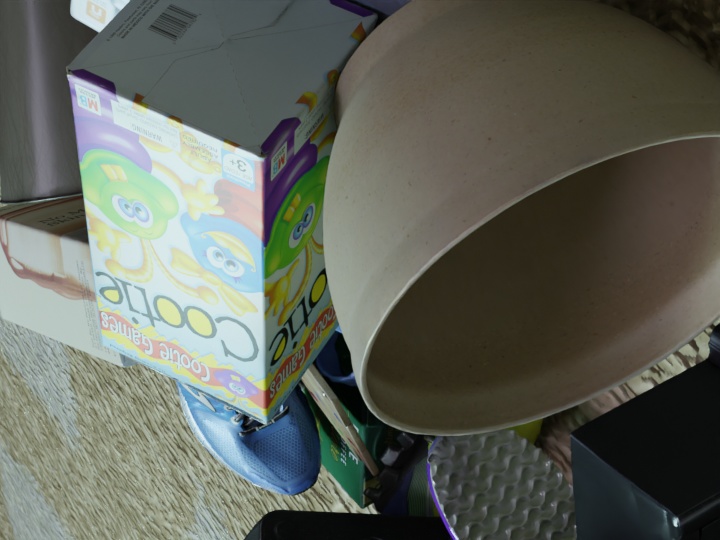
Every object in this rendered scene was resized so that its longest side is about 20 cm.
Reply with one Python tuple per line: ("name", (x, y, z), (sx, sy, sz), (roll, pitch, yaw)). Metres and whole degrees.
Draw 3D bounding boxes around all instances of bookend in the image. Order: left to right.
("bookend", (0.127, 0.157, 0.800), (0.092, 0.199, 0.200), (38, 144, 47))

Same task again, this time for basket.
("basket", (-0.162, -0.159, 1.132), (0.136, 0.180, 0.200), (-135, 34, -78))

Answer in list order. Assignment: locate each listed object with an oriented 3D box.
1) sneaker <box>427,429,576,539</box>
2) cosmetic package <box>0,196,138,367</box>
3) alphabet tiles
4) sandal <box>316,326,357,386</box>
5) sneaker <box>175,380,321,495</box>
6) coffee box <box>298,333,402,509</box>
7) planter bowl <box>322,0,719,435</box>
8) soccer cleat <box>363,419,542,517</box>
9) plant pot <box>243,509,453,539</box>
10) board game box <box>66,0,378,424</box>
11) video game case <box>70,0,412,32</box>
("sneaker", (0.103, 0.168, 0.977), (0.200, 0.070, 0.100), (46, 164, -1))
("cosmetic package", (-0.177, -0.001, 1.249), (0.200, 0.103, 0.087), (12, 115, 54))
("alphabet tiles", (-0.053, 0.034, 1.085), (0.200, 0.006, 0.166), (52, 173, 34))
("sandal", (0.000, 0.000, 0.977), (0.080, 0.087, 0.200), (58, 173, 47))
("sneaker", (-0.087, 0.066, 1.127), (0.200, 0.079, 0.089), (58, 176, -18))
("coffee box", (-0.037, 0.055, 1.210), (0.200, 0.044, 0.123), (45, 148, 37))
("planter bowl", (0.067, -0.041, 0.753), (0.200, 0.200, 0.135), (103, 148, -54))
("soccer cleat", (0.072, 0.116, 1.059), (0.084, 0.065, 0.200), (32, 149, -7))
("plant pot", (0.002, 0.250, 1.063), (0.177, 0.199, 0.200), (97, 175, -46))
("board game box", (-0.062, -0.037, 0.848), (0.103, 0.105, 0.200), (25, 145, 16))
("video game case", (-0.045, -0.135, 0.828), (0.200, 0.023, 0.182), (30, 146, 8))
